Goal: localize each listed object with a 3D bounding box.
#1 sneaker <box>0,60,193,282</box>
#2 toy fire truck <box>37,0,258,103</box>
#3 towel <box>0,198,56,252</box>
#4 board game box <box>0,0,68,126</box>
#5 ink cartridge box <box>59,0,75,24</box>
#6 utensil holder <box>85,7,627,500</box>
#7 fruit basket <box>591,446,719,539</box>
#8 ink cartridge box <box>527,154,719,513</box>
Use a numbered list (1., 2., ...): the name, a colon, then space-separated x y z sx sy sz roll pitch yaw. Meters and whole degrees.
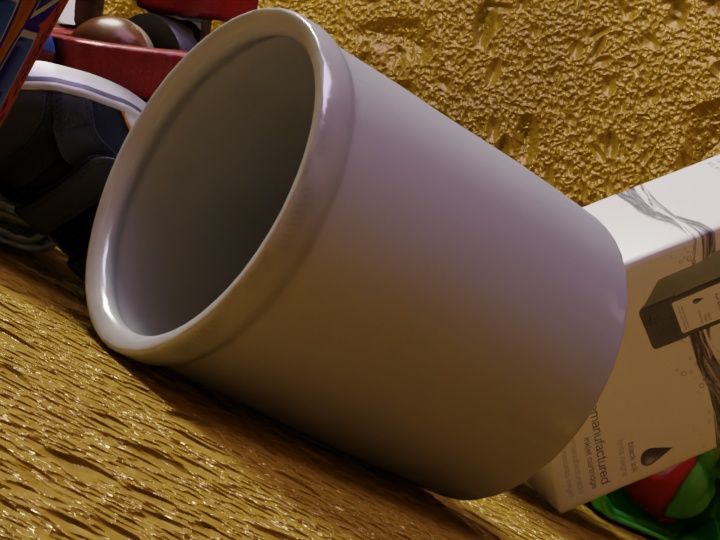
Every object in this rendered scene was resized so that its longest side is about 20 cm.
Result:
1. sneaker: -0.120 -0.034 1.080 0.200 0.078 0.080 26 46 -40
2. toy fire truck: -0.153 -0.111 1.145 0.200 0.113 0.168 16 13 38
3. towel: -0.241 -0.073 1.178 0.171 0.048 0.200 31 2 -17
4. board game box: -0.169 -0.086 0.464 0.200 0.200 0.200 29 3 -4
5. ink cartridge box: -0.242 -0.190 1.385 0.083 0.145 0.200 27 41 -33
6. utensil holder: 0.000 0.000 1.011 0.200 0.170 0.170 30 1 -33
7. fruit basket: 0.241 0.086 1.421 0.155 0.216 0.215 26 3 -39
8. ink cartridge box: 0.175 0.032 1.288 0.084 0.199 0.146 42 -31 58
